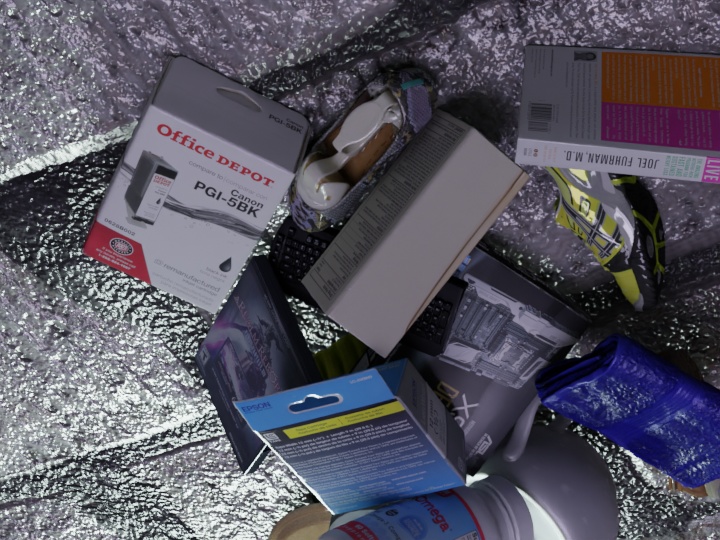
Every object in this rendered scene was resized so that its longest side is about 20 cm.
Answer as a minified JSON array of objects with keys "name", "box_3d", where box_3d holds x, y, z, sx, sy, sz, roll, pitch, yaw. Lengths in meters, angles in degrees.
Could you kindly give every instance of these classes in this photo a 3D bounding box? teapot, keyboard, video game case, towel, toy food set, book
[{"name":"teapot","box_3d":[0.196,0.231,1.411,0.198,0.146,0.200,49,145,4]},{"name":"keyboard","box_3d":[0.000,0.000,1.258,0.199,0.040,0.105,21,99,21]},{"name":"video game case","box_3d":[-0.106,0.097,1.341,0.019,0.143,0.200,-12,154,-31]},{"name":"towel","box_3d":[0.274,0.136,1.249,0.199,0.050,0.148,28,153,-13]},{"name":"toy food set","box_3d":[-0.009,0.333,1.594,0.199,0.049,0.198,31,129,-15]},{"name":"book","box_3d":[0.229,-0.127,1.097,0.199,0.134,0.048,7,132,5]}]

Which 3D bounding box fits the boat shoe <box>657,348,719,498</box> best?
[{"name":"boat shoe","box_3d":[0.321,0.163,1.370,0.071,0.076,0.201,-10,126,21]}]

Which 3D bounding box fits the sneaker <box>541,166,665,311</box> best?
[{"name":"sneaker","box_3d":[0.219,-0.050,1.215,0.076,0.076,0.201,-12,117,29]}]

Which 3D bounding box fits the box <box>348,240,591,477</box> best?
[{"name":"box","box_3d":[0.101,0.080,1.307,0.157,0.050,0.200,32,104,-16]}]

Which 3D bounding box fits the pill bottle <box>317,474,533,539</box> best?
[{"name":"pill bottle","box_3d":[0.063,0.266,1.281,0.199,0.109,0.109,-18,140,-30]}]

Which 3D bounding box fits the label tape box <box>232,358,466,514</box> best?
[{"name":"label tape box","box_3d":[-0.006,0.137,1.227,0.143,0.066,0.200,-16,135,21]}]

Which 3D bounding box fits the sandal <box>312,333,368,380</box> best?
[{"name":"sandal","box_3d":[-0.009,0.107,1.395,0.199,0.080,0.087,-12,165,11]}]

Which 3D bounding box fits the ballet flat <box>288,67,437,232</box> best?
[{"name":"ballet flat","box_3d":[-0.015,-0.105,1.198,0.072,0.072,0.200,33,123,-18]}]

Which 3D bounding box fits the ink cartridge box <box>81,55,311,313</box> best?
[{"name":"ink cartridge box","box_3d":[-0.153,-0.076,1.248,0.146,0.083,0.200,25,130,-10]}]

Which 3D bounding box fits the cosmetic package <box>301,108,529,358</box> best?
[{"name":"cosmetic package","box_3d":[0.045,-0.035,1.173,0.073,0.104,0.200,36,95,-22]}]

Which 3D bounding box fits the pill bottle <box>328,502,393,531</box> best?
[{"name":"pill bottle","box_3d":[0.026,0.259,1.422,0.112,0.201,0.114,6,131,7]}]
